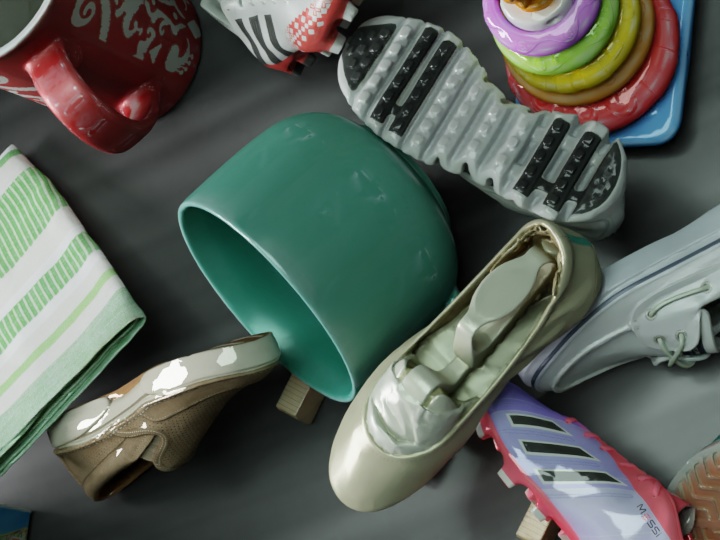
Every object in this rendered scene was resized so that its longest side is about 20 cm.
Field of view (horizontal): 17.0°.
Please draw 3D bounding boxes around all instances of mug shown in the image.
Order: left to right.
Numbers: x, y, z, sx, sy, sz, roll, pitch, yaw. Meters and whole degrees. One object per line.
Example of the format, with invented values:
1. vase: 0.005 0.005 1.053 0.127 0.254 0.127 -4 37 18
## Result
1. mug: -0.190 -0.143 1.501 0.133 0.200 0.179 -11 75 21
2. mug: -0.007 -0.005 1.427 0.114 0.185 0.152 -43 24 -17

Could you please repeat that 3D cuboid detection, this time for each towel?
1. towel: -0.230 0.025 1.548 0.153 0.023 0.200 -46 46 7

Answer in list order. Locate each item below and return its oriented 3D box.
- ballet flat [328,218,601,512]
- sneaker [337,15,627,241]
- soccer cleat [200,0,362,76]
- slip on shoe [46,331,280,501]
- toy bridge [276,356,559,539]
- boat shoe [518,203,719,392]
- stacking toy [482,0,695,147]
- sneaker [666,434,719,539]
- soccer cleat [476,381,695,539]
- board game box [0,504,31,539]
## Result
1. ballet flat: 0.051 0.050 1.330 0.200 0.069 0.069 -47 65 -1
2. sneaker: 0.070 -0.077 1.395 0.200 0.081 0.075 35 85 24
3. soccer cleat: -0.046 -0.168 1.450 0.085 0.200 0.069 30 78 -9
4. slip on shoe: -0.115 0.090 1.468 0.199 0.076 0.061 -24 85 39
5. toy bridge: 0.041 0.093 1.443 0.199 0.027 0.068 27 88 26
6. boat shoe: 0.181 0.021 1.370 0.200 0.073 0.067 -36 67 13
7. stacking toy: 0.111 -0.147 1.367 0.109 0.200 0.117 3 79 24
8. sneaker: 0.245 0.093 1.336 0.071 0.080 0.200 47 120 10
9. soccer cleat: 0.139 0.129 1.342 0.076 0.067 0.200 -40 64 6
10. board game box: -0.281 0.236 1.488 0.064 0.147 0.202 2 80 27
